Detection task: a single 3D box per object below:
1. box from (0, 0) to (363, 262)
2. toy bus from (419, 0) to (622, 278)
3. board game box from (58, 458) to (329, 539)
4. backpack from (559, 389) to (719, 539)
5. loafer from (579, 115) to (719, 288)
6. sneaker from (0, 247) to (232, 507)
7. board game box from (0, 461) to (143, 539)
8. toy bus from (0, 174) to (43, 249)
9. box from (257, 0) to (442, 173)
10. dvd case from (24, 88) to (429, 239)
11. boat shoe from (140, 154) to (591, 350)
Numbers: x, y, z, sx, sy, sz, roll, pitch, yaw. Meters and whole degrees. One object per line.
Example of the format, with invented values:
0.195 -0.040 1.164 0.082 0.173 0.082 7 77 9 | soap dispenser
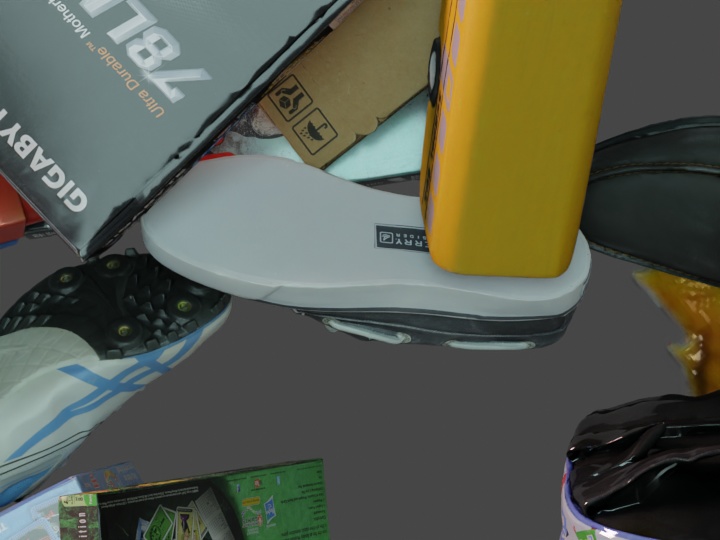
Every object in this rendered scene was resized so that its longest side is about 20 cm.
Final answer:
-0.111 -0.143 0.904 0.198 0.050 0.200 -43 89 2 | box
0.067 -0.101 0.874 0.065 0.078 0.201 3 123 -6 | toy bus
-0.061 0.136 0.889 0.023 0.200 0.105 -9 85 24 | board game box
0.174 0.125 0.893 0.189 0.200 0.155 9 102 7 | backpack
0.180 -0.019 0.930 0.199 0.072 0.073 3 125 15 | loafer
-0.144 0.058 0.969 0.199 0.073 0.072 -33 51 -10 | sneaker
-0.189 0.144 0.916 0.199 0.151 0.037 -29 86 1 | board game box
-0.240 -0.043 0.946 0.191 0.136 0.201 -21 78 -14 | toy bus
-0.018 -0.168 0.936 0.163 0.021 0.200 -37 91 20 | box
-0.068 -0.101 0.989 0.199 0.022 0.147 -8 86 3 | dvd case
0.000 0.000 0.956 0.199 0.068 0.072 5 53 -5 | boat shoe
